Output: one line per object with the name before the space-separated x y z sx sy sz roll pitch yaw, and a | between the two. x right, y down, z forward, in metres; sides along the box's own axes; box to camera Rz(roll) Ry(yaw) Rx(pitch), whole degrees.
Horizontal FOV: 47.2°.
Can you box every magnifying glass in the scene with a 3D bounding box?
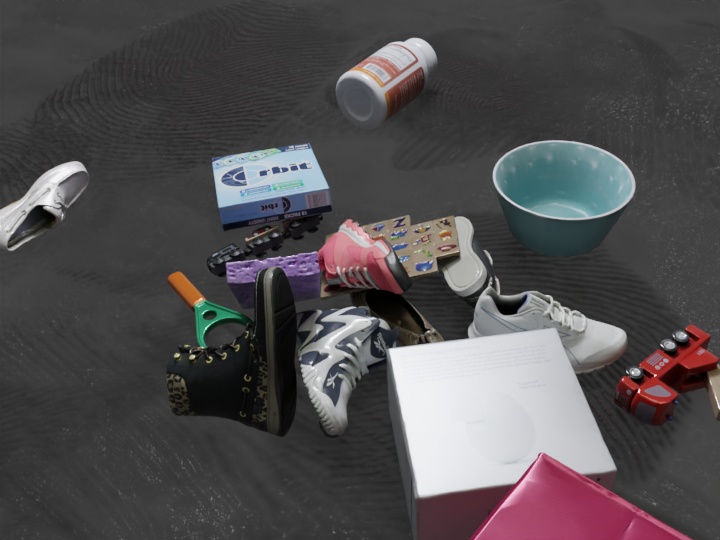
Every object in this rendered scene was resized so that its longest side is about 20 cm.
magnifying glass | -0.211 0.062 1.137 0.079 0.022 0.200 -28 48 -25

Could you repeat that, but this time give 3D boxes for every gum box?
gum box | -0.146 -0.138 1.316 0.169 0.045 0.200 -11 30 -7

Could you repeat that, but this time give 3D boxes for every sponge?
sponge | -0.108 0.016 1.064 0.111 0.200 0.030 -8 80 -5

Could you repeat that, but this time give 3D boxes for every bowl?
bowl | 0.292 -0.095 1.213 0.200 0.105 0.201 -2 42 2

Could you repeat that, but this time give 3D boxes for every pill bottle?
pill bottle | 0.054 -0.352 1.521 0.112 0.113 0.200 24 48 29

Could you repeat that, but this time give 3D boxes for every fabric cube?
fabric cube | 0.170 0.317 0.680 0.200 0.197 0.199 26 49 31

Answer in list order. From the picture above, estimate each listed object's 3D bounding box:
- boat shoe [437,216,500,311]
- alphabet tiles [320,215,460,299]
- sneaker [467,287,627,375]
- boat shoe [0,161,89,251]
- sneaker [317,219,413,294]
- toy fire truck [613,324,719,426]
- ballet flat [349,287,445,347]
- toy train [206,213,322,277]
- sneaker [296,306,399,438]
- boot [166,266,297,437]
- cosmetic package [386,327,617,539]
boat shoe | 0.150 -0.010 1.160 0.074 0.060 0.200 -37 27 10
alphabet tiles | 0.042 -0.029 1.181 0.199 0.008 0.167 -13 32 9
sneaker | 0.236 0.073 1.038 0.199 0.087 0.075 7 40 10
boat shoe | -0.497 -0.095 1.304 0.069 0.071 0.200 24 57 27
sneaker | 0.000 0.000 1.103 0.087 0.074 0.200 -37 28 -9
toy fire truck | 0.417 0.135 0.981 0.200 0.049 0.141 -29 47 -26
ballet flat | 0.049 0.059 1.096 0.067 0.047 0.200 -23 42 -19
toy train | -0.144 -0.046 1.245 0.199 0.034 0.046 -28 36 -26
sneaker | -0.008 0.111 1.017 0.129 0.080 0.199 -17 32 -2
boot | -0.155 0.093 0.970 0.153 0.205 0.073 4 16 16
cosmetic package | 0.140 0.182 0.892 0.198 0.123 0.200 -6 42 -3
